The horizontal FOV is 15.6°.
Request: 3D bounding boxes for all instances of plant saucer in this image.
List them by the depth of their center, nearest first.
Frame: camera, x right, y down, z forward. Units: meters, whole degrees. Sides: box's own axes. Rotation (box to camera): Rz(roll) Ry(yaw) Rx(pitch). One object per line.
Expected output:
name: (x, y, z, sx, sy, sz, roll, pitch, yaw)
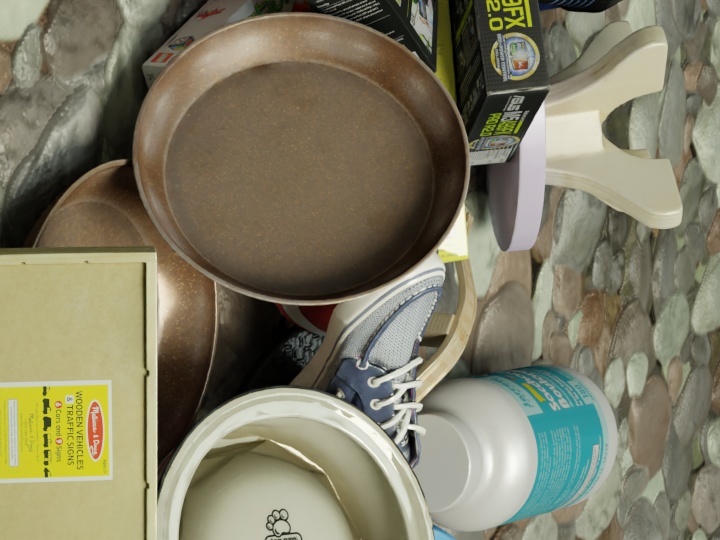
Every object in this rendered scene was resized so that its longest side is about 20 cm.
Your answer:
plant saucer: (-0.154, 0.033, 1.561, 0.200, 0.037, 0.201, -16, 109, -57)
plant saucer: (-0.036, -0.062, 1.565, 0.035, 0.200, 0.201, 101, 11, -62)

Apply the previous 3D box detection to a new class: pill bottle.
pill bottle: (0.099, 0.130, 1.918, 0.200, 0.111, 0.111, -6, 99, -59)

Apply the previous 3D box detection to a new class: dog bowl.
dog bowl: (-0.054, 0.174, 1.580, 0.200, 0.074, 0.201, 9, 73, -32)

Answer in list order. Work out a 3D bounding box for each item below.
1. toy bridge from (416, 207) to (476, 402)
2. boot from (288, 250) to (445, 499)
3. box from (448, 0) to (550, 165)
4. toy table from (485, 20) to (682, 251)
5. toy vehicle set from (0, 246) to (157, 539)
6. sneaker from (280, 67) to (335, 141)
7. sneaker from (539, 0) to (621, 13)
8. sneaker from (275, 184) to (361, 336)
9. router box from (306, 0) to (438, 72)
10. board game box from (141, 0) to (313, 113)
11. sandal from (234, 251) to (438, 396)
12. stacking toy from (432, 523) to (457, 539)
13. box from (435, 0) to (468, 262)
toy bridge: (0.043, 0.041, 1.856, 0.027, 0.067, 0.200, 52, 51, -48)
boot: (0.018, 0.071, 1.635, 0.073, 0.090, 0.200, -20, 158, -32)
box: (0.083, -0.170, 1.775, 0.200, 0.044, 0.161, 111, -27, -77)
toy table: (0.157, -0.101, 1.905, 0.200, 0.117, 0.184, 94, -12, -64)
toy vehicle set: (-0.176, 0.087, 1.463, 0.027, 0.124, 0.201, -139, -131, -79)
sneaker: (0.002, -0.089, 1.694, 0.200, 0.073, 0.071, 25, 44, -60)
sneaker: (0.150, -0.229, 1.944, 0.200, 0.078, 0.070, -2, 90, -72)
sneaker: (0.000, 0.000, 1.656, 0.200, 0.115, 0.079, 29, 75, -49)
router box: (-0.002, -0.235, 1.677, 0.149, 0.051, 0.200, 53, 28, -40)
board game box: (-0.060, -0.128, 1.692, 0.200, 0.035, 0.126, -51, 135, -43)
sandal: (-0.021, 0.041, 1.762, 0.200, 0.045, 0.075, -51, 125, -24)
stacking toy: (-0.018, 0.252, 1.772, 0.116, 0.110, 0.200, 11, 97, -39)
box: (0.038, -0.108, 1.812, 0.075, 0.050, 0.201, -125, -152, -70)
